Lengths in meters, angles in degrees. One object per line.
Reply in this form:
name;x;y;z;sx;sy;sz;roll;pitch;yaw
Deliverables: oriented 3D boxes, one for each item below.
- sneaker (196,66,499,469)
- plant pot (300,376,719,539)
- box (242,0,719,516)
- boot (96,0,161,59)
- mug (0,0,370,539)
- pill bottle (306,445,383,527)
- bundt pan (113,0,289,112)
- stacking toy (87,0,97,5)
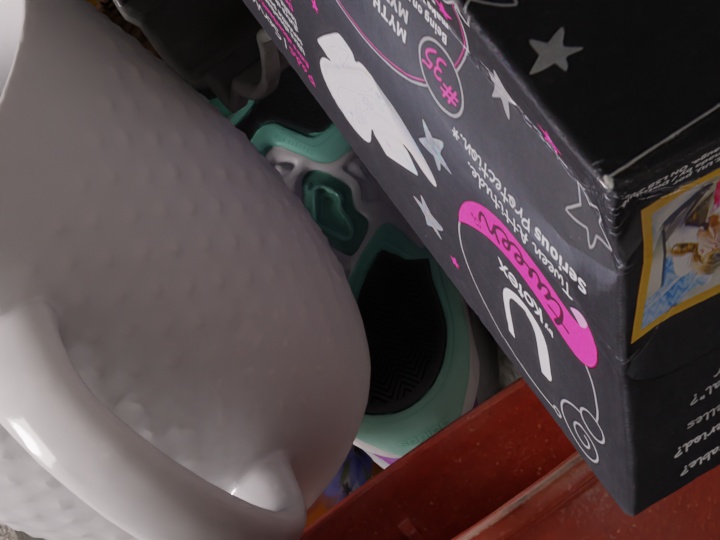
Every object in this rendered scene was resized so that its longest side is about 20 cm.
sneaker;0.000;0.000;0.953;0.140;0.077;0.201;60;-168;-58
plant pot;0.081;0.134;0.706;0.196;0.200;0.201;56;165;-2
box;0.053;-0.077;0.536;0.200;0.132;0.115;54;166;33
boot;-0.079;-0.087;1.105;0.107;0.075;0.200;55;169;-23
mug;-0.079;0.021;0.773;0.175;0.148;0.200;37;-170;-33
pill bottle;-0.079;0.035;0.962;0.201;0.112;0.112;58;168;-25
bundt pan;-0.049;-0.154;0.770;0.202;0.076;0.202;52;162;25
stacking toy;-0.133;-0.125;1.024;0.085;0.085;0.201;112;157;-70
